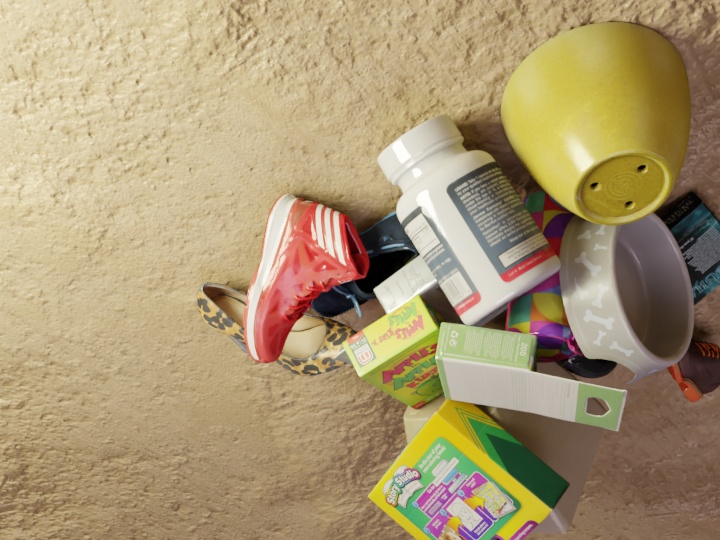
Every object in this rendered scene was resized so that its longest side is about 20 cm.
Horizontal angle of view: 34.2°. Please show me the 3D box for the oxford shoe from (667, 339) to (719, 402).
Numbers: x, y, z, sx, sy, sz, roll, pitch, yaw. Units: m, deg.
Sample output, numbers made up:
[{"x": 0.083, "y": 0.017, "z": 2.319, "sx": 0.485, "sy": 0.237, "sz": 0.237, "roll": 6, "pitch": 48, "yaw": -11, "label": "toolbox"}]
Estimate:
[{"x": 0.433, "y": 0.109, "z": 1.526, "sx": 0.072, "sy": 0.071, "sz": 0.200, "roll": -29, "pitch": 149, "yaw": 14, "label": "oxford shoe"}]

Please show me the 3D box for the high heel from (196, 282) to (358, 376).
[{"x": -0.095, "y": 0.063, "z": 1.385, "sx": 0.199, "sy": 0.072, "sz": 0.143, "roll": 2, "pitch": 149, "yaw": 30, "label": "high heel"}]

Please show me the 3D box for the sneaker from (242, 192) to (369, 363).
[{"x": -0.059, "y": 0.023, "z": 1.304, "sx": 0.115, "sy": 0.078, "sz": 0.201, "roll": 17, "pitch": 111, "yaw": 17, "label": "sneaker"}]

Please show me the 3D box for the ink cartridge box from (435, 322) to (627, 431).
[{"x": 0.185, "y": 0.116, "z": 1.265, "sx": 0.199, "sy": 0.048, "sz": 0.146, "roll": 8, "pitch": 157, "yaw": 12, "label": "ink cartridge box"}]

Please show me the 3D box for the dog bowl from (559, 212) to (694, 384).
[{"x": 0.295, "y": 0.021, "z": 1.268, "sx": 0.059, "sy": 0.201, "sz": 0.200, "roll": -15, "pitch": 141, "yaw": 41, "label": "dog bowl"}]

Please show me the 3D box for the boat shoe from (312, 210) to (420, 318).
[{"x": 0.000, "y": 0.000, "z": 1.354, "sx": 0.084, "sy": 0.069, "sz": 0.200, "roll": 29, "pitch": 133, "yaw": -17, "label": "boat shoe"}]

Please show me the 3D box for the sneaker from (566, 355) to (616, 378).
[{"x": 0.266, "y": 0.070, "z": 1.476, "sx": 0.199, "sy": 0.060, "sz": 0.104, "roll": 20, "pitch": 135, "yaw": -21, "label": "sneaker"}]

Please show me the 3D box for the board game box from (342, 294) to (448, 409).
[{"x": 0.065, "y": 0.099, "z": 1.351, "sx": 0.101, "sy": 0.048, "sz": 0.200, "roll": -32, "pitch": 155, "yaw": 9, "label": "board game box"}]

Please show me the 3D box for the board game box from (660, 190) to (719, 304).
[{"x": 0.357, "y": 0.012, "z": 1.410, "sx": 0.200, "sy": 0.028, "sz": 0.135, "roll": -41, "pitch": 129, "yaw": 11, "label": "board game box"}]

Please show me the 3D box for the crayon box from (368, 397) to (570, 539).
[{"x": 0.124, "y": 0.262, "z": 1.399, "sx": 0.172, "sy": 0.058, "sz": 0.200, "roll": 40, "pitch": 133, "yaw": 8, "label": "crayon box"}]

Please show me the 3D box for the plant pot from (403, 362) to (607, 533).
[{"x": 0.170, "y": 0.196, "z": 1.483, "sx": 0.200, "sy": 0.200, "sz": 0.177, "roll": -8, "pitch": 127, "yaw": 37, "label": "plant pot"}]

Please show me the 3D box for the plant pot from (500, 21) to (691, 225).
[{"x": 0.255, "y": -0.130, "z": 1.201, "sx": 0.199, "sy": 0.142, "sz": 0.200, "roll": -3, "pitch": 137, "yaw": -3, "label": "plant pot"}]

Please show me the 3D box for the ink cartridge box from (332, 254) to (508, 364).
[{"x": 0.072, "y": 0.052, "z": 1.378, "sx": 0.173, "sy": 0.044, "sz": 0.200, "roll": -36, "pitch": 154, "yaw": 19, "label": "ink cartridge box"}]

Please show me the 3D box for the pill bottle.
[{"x": 0.108, "y": -0.056, "z": 1.218, "sx": 0.119, "sy": 0.200, "sz": 0.120, "roll": -31, "pitch": 174, "yaw": -4, "label": "pill bottle"}]

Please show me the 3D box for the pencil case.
[{"x": 0.213, "y": 0.008, "z": 1.300, "sx": 0.088, "sy": 0.201, "sz": 0.088, "roll": 6, "pitch": 153, "yaw": 3, "label": "pencil case"}]
